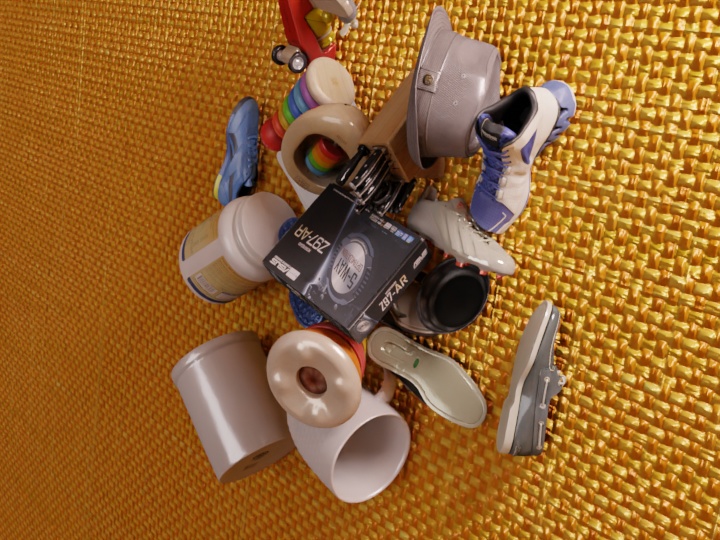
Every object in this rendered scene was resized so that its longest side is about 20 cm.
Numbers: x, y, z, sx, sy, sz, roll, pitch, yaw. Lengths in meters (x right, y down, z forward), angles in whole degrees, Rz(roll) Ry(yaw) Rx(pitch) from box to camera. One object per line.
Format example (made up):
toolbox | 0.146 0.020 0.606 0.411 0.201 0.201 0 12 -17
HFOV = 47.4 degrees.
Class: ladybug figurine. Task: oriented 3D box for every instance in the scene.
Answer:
ladybug figurine | -0.044 -0.181 1.205 0.135 0.073 0.199 38 148 -14

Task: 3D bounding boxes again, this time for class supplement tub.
supplement tub | -0.205 -0.038 1.397 0.198 0.142 0.148 -25 75 44

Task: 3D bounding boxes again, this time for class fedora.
fedora | 0.126 -0.225 1.042 0.088 0.177 0.205 13 77 19

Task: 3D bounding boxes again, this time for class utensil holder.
utensil holder | -0.211 0.234 1.409 0.170 0.168 0.203 -46 64 37

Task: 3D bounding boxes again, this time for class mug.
mug | -0.018 0.212 1.235 0.174 0.146 0.203 34 95 46

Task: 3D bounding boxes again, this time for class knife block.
knife block | 0.041 -0.177 1.109 0.063 0.173 0.206 10 100 43

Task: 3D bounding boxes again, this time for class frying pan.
frying pan | 0.099 0.035 1.135 0.187 0.031 0.117 0 62 40

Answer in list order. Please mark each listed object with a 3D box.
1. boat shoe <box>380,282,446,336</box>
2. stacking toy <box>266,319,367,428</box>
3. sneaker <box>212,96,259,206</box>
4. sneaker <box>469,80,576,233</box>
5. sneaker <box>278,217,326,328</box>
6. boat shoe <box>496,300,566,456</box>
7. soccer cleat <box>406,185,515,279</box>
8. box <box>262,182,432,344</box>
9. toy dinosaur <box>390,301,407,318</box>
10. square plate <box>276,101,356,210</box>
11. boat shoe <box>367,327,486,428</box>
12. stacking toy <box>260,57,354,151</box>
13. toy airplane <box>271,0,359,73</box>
boat shoe | 0.056 0.052 1.207 0.197 0.057 0.068 23 73 39
stacking toy | -0.033 0.114 1.179 0.143 0.200 0.150 11 119 20
sneaker | -0.200 -0.199 1.442 0.077 0.065 0.204 29 114 28
sneaker | 0.174 -0.148 1.016 0.081 0.113 0.202 45 123 34
sneaker | -0.073 0.011 1.285 0.069 0.078 0.204 -28 55 20
boat shoe | 0.225 0.140 1.039 0.060 0.073 0.205 14 99 -1
soccer cleat | 0.134 -0.053 1.095 0.199 0.068 0.079 34 105 46
box | -0.022 -0.016 1.144 0.161 0.044 0.199 -48 52 -10
toy dinosaur | 0.000 0.000 1.186 0.199 0.077 0.103 31 86 45
square plate | -0.056 -0.180 1.314 0.199 0.028 0.203 -49 59 36
boat shoe | 0.100 0.150 1.160 0.198 0.068 0.073 35 88 25
stacking toy | -0.094 -0.243 1.280 0.199 0.084 0.087 -32 70 48
toy airplane | -0.079 -0.416 1.240 0.203 0.139 0.199 61 159 10
